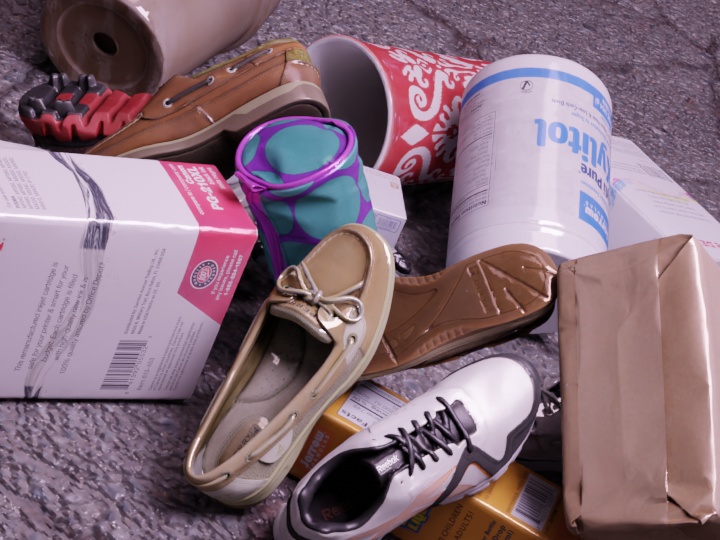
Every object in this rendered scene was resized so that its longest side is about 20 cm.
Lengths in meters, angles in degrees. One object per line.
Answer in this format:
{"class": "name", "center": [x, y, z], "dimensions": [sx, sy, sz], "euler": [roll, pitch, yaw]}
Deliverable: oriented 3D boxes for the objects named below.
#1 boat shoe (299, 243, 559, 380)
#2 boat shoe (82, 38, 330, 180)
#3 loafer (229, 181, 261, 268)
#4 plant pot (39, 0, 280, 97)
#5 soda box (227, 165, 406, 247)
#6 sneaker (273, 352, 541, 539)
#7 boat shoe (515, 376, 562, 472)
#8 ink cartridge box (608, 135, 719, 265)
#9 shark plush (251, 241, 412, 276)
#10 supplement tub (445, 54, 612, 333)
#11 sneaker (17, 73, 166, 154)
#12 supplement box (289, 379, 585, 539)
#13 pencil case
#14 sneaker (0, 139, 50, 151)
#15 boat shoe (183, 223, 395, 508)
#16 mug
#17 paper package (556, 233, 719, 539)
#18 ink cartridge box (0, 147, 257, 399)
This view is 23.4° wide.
{"class": "boat shoe", "center": [0.037, 0.039, 1.168], "dimensions": [0.199, 0.072, 0.073], "euler": [-18, 64, -2]}
{"class": "boat shoe", "center": [-0.119, -0.098, 1.216], "dimensions": [0.199, 0.072, 0.068], "euler": [-21, 60, 4]}
{"class": "loafer", "center": [-0.119, -0.030, 1.296], "dimensions": [0.069, 0.070, 0.199], "euler": [9, 17, 42]}
{"class": "plant pot", "center": [-0.182, -0.239, 1.485], "dimensions": [0.199, 0.201, 0.174], "euler": [26, 45, 1]}
{"class": "soda box", "center": [-0.066, -0.063, 1.400], "dimensions": [0.199, 0.064, 0.068], "euler": [18, 31, -15]}
{"class": "sneaker", "center": [0.036, 0.118, 1.082], "dimensions": [0.200, 0.080, 0.074], "euler": [-36, 76, -15]}
{"class": "boat shoe", "center": [0.144, 0.112, 1.283], "dimensions": [0.199, 0.066, 0.072], "euler": [14, 32, -21]}
{"class": "ink cartridge box", "center": [0.246, -0.036, 1.553], "dimensions": [0.144, 0.085, 0.200], "euler": [7, 32, -48]}
{"class": "shark plush", "center": [0.000, 0.000, 1.305], "dimensions": [0.200, 0.083, 0.091], "euler": [55, 49, -28]}
{"class": "supplement tub", "center": [0.140, -0.065, 1.427], "dimensions": [0.131, 0.132, 0.201], "euler": [16, 55, -16]}
{"class": "sneaker", "center": [-0.160, -0.089, 1.306], "dimensions": [0.199, 0.098, 0.071], "euler": [7, 32, 17]}
{"class": "supplement box", "center": [0.054, 0.148, 1.160], "dimensions": [0.199, 0.067, 0.069], "euler": [30, 33, 8]}
{"class": "pencil case", "center": [-0.032, -0.010, 1.204], "dimensions": [0.092, 0.201, 0.085], "euler": [-33, 46, -25]}
{"class": "sneaker", "center": [-0.279, -0.052, 1.210], "dimensions": [0.199, 0.071, 0.094], "euler": [10, 27, -30]}
{"class": "boat shoe", "center": [-0.045, 0.055, 1.103], "dimensions": [0.073, 0.201, 0.063], "euler": [31, -7, 23]}
{"class": "mug", "center": [0.033, -0.150, 1.549], "dimensions": [0.199, 0.134, 0.178], "euler": [-4, 43, -46]}
{"class": "paper package", "center": [0.209, 0.096, 1.165], "dimensions": [0.200, 0.103, 0.192], "euler": [34, 52, -59]}
{"class": "ink cartridge box", "center": [-0.188, 0.004, 1.118], "dimensions": [0.199, 0.145, 0.084], "euler": [3, 35, -34]}
